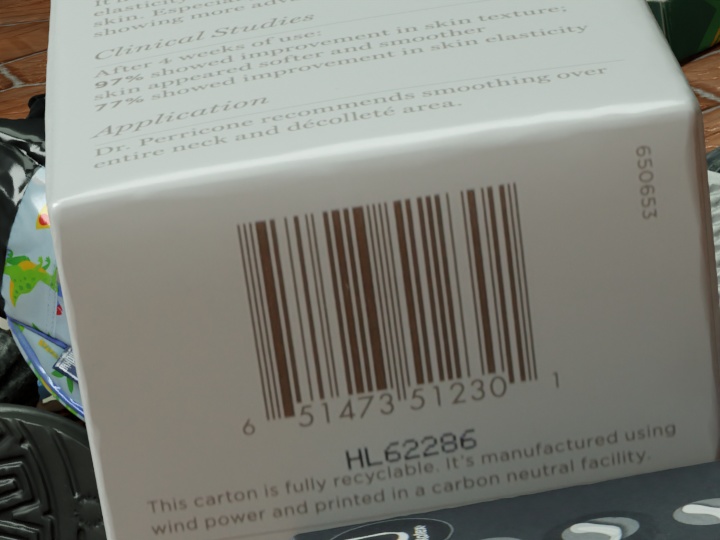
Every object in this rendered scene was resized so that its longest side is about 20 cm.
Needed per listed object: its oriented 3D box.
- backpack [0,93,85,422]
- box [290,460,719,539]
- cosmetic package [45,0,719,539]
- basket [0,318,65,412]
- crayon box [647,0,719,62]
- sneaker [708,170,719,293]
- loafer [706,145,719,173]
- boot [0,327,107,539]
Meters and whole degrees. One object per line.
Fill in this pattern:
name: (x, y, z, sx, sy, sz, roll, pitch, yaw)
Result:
backpack: (-0.037, 0.019, 1.083, 0.199, 0.154, 0.163, 10, 4, 25)
box: (0.089, 0.118, 0.691, 0.199, 0.123, 0.106, -9, 14, -1)
cosmetic package: (0.006, 0.003, 0.807, 0.167, 0.167, 0.200, -9, 25, 0)
basket: (-0.147, -0.038, 1.322, 0.176, 0.201, 0.139, -19, -2, -26)
crayon box: (0.207, -0.188, 2.066, 0.125, 0.052, 0.200, -1, 16, 32)
sneaker: (0.147, 0.013, 1.206, 0.200, 0.105, 0.075, 27, 64, 21)
loafer: (0.231, -0.055, 1.450, 0.199, 0.073, 0.072, -15, 10, -28)
boot: (-0.158, 0.074, 1.146, 0.210, 0.080, 0.158, -4, 14, 24)
